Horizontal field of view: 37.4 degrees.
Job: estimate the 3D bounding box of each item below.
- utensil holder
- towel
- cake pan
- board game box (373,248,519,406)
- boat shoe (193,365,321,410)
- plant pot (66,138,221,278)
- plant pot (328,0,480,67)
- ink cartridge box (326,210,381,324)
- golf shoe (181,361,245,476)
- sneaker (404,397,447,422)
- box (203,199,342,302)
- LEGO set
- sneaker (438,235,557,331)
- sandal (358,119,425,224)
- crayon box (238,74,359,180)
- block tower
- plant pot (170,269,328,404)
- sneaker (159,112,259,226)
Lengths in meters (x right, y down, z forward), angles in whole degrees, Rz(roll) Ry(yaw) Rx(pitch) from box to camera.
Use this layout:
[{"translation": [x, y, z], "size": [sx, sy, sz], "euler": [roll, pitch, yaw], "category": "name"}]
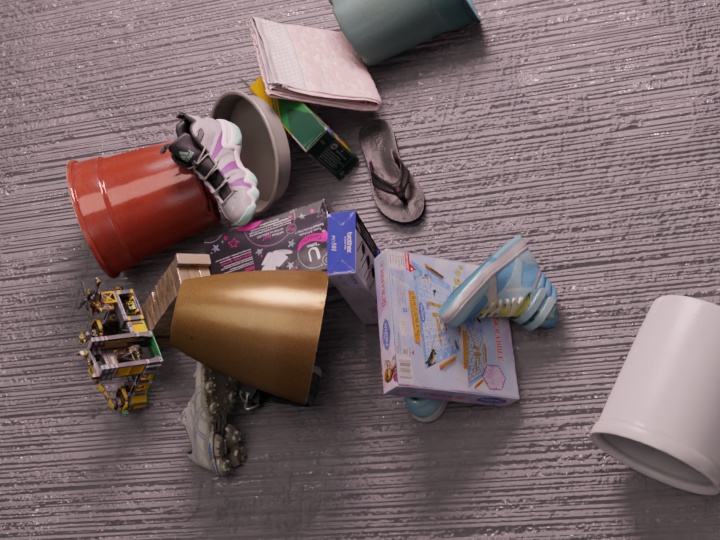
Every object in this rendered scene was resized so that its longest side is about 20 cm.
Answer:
[{"translation": [0.409, 0.157, 1.355], "size": [0.169, 0.170, 0.201], "euler": [20, 72, 24], "category": "utensil holder"}, {"translation": [-0.074, -0.333, 1.709], "size": [0.190, 0.032, 0.201], "euler": [5, 43, -23], "category": "towel"}, {"translation": [-0.175, -0.189, 1.697], "size": [0.037, 0.201, 0.200], "euler": [-18, 54, -36], "category": "cake pan"}, {"translation": [0.119, 0.081, 1.481], "size": [0.198, 0.041, 0.201], "euler": [10, 63, -26], "category": "board game box"}, {"translation": [-0.157, 0.174, 1.586], "size": [0.199, 0.073, 0.062], "euler": [-2, 63, 12], "category": "boat shoe"}, {"translation": [-0.339, -0.113, 1.709], "size": [0.194, 0.201, 0.202], "euler": [-19, 63, 1], "category": "plant pot"}, {"translation": [0.061, -0.440, 1.715], "size": [0.195, 0.200, 0.201], "euler": [-28, 62, 13], "category": "plant pot"}, {"translation": [0.000, 0.000, 1.533], "size": [0.044, 0.200, 0.095], "euler": [-5, 67, 13], "category": "ink cartridge box"}, {"translation": [-0.231, 0.200, 1.560], "size": [0.097, 0.078, 0.201], "euler": [5, 102, 33], "category": "golf shoe"}, {"translation": [0.109, 0.112, 1.517], "size": [0.073, 0.082, 0.201], "euler": [6, 70, 19], "category": "sneaker"}, {"translation": [-0.115, -0.004, 1.613], "size": [0.199, 0.132, 0.115], "euler": [-18, 67, 11], "category": "box"}, {"translation": [-0.394, 0.121, 1.631], "size": [0.154, 0.115, 0.201], "euler": [-47, 57, 46], "category": "LEGO set"}, {"translation": [0.203, 0.047, 1.472], "size": [0.131, 0.080, 0.200], "euler": [50, 53, 2], "category": "sneaker"}, {"translation": [0.041, -0.158, 1.673], "size": [0.075, 0.048, 0.201], "euler": [-26, 62, 6], "category": "sandal"}, {"translation": [-0.099, -0.245, 1.709], "size": [0.052, 0.126, 0.200], "euler": [-45, 62, 6], "category": "crayon box"}, {"translation": [-0.285, 0.050, 1.621], "size": [0.200, 0.054, 0.058], "euler": [-49, 50, 46], "category": "block tower"}, {"translation": [-0.156, 0.074, 1.474], "size": [0.199, 0.187, 0.188], "euler": [11, 70, -3], "category": "plant pot"}, {"translation": [-0.236, -0.156, 1.599], "size": [0.078, 0.139, 0.201], "euler": [-46, 49, 30], "category": "sneaker"}]
